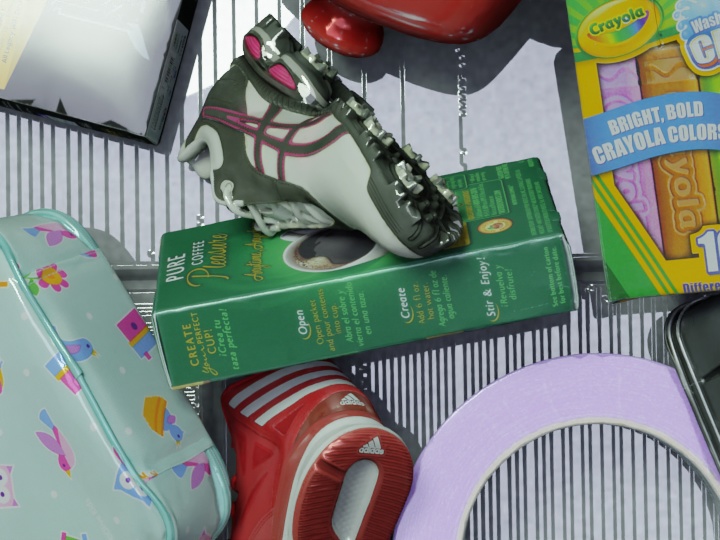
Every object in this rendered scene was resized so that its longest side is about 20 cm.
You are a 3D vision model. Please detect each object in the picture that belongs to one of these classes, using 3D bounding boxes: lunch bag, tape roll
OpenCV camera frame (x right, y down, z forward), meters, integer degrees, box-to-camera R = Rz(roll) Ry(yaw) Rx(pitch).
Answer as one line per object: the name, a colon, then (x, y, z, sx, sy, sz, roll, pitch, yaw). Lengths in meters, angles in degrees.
lunch bag: (-0.167, 0.077, 1.408, 0.160, 0.077, 0.200, -36, 82, 33)
tape roll: (0.116, 0.141, 1.418, 0.200, 0.066, 0.201, 0, 88, 2)

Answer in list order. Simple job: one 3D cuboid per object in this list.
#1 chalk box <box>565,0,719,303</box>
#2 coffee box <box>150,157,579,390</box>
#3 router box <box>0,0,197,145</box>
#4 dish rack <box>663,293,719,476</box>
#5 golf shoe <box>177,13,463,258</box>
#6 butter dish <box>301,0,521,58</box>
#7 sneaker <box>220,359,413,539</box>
chalk box: (0.174, -0.097, 1.365, 0.124, 0.125, 0.201, -6, 98, 22)
coffee box: (0.000, 0.000, 1.403, 0.199, 0.123, 0.044, -12, 110, 1)
router box: (-0.153, -0.179, 1.453, 0.157, 0.052, 0.200, 15, 88, 4)
dish rack: (0.260, 0.060, 1.395, 0.200, 0.055, 0.154, -16, 79, -31)
golf shoe: (-0.019, -0.043, 1.387, 0.088, 0.200, 0.077, -47, 126, 3)
butter dish: (0.017, -0.172, 1.399, 0.200, 0.199, 0.148, 28, 112, 4)
sneaker: (-0.039, 0.131, 1.432, 0.078, 0.116, 0.200, 14, 118, -28)
